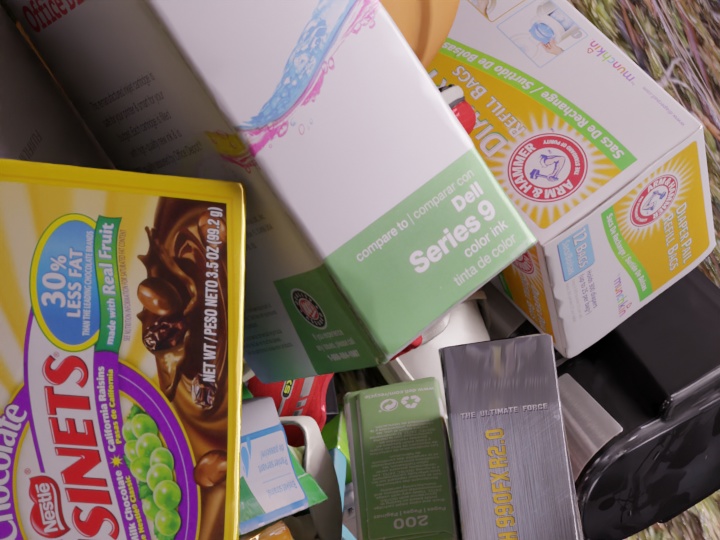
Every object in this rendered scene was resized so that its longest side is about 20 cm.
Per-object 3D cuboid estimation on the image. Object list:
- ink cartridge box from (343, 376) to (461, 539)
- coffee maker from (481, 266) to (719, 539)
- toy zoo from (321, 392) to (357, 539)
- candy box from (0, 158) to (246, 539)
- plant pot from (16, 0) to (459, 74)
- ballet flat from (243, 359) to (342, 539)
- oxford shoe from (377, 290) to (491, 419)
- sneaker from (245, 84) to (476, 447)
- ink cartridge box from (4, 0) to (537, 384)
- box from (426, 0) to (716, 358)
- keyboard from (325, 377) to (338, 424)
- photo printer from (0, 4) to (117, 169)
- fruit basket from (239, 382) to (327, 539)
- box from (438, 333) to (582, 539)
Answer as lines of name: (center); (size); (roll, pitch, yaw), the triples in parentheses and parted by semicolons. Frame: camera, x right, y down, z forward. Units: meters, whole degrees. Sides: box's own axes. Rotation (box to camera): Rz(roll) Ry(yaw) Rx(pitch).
ink cartridge box: (0.028, 0.163, 1.187); (0.200, 0.048, 0.146); (-96, 175, -52)
coffee maker: (0.132, 0.017, 1.498); (0.200, 0.192, 0.135); (48, 3, 30)
toy zoo: (0.015, 0.161, 1.342); (0.131, 0.020, 0.200); (52, 21, -25)
candy box: (-0.093, 0.062, 1.004); (0.026, 0.102, 0.201); (133, -40, -68)
plant pot: (-0.067, -0.117, 1.293); (0.200, 0.200, 0.140); (53, 36, -22)
ballet flat: (-0.054, 0.065, 1.222); (0.200, 0.070, 0.067); (63, 19, 6)
oxford shoe: (0.029, 0.007, 1.396); (0.200, 0.058, 0.075); (59, 27, 13)
sneaker: (0.000, 0.000, 1.323); (0.085, 0.077, 0.200); (41, 64, -9)
ink cartridge box: (-0.041, -0.063, 1.106); (0.200, 0.087, 0.145); (54, -19, -8)
box: (0.075, -0.072, 1.435); (0.200, 0.101, 0.113); (47, -14, 30)
keyboard: (-0.051, 0.006, 1.395); (0.104, 0.040, 0.200); (21, 40, -27)
photo printer: (-0.159, -0.038, 1.098); (0.200, 0.069, 0.166); (55, 19, -16)
fruit basket: (-0.050, 0.141, 1.089); (0.200, 0.094, 0.185); (63, 19, 6)
box: (0.073, 0.139, 1.194); (0.200, 0.048, 0.159); (74, 8, -64)
